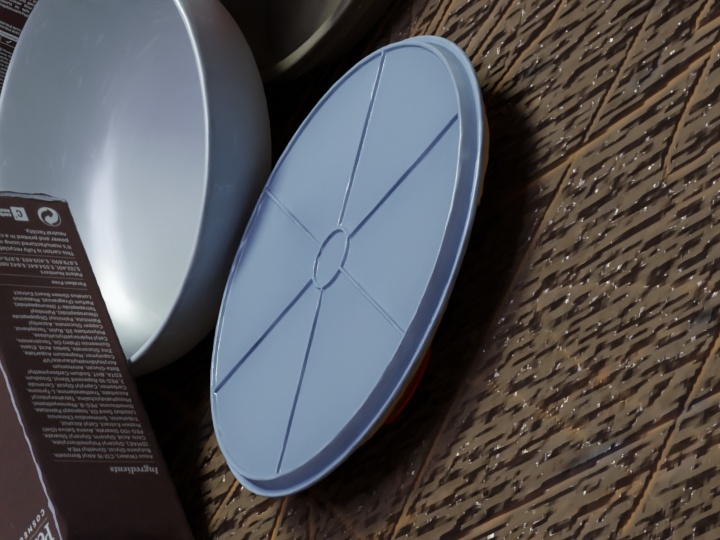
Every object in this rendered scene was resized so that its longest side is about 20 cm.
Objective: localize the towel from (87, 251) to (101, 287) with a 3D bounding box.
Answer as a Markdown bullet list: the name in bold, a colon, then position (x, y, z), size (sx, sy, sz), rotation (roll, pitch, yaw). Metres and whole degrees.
- **towel**: position (-0.165, 0.048, 1.496), size (0.147, 0.049, 0.201), rotation (-34, 38, 38)

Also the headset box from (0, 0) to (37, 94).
- **headset box**: position (-0.211, -0.128, 1.703), size (0.148, 0.075, 0.201), rotation (-30, 43, 53)

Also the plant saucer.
- **plant saucer**: position (-0.008, -0.174, 1.389), size (0.200, 0.029, 0.201), rotation (-46, 31, 37)

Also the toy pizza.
- **toy pizza**: position (0.000, 0.000, 1.216), size (0.200, 0.032, 0.201), rotation (-45, 33, 40)

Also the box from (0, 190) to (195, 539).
- **box**: position (-0.152, 0.072, 1.333), size (0.100, 0.075, 0.201), rotation (-53, 49, 36)

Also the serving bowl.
- **serving bowl**: position (-0.098, -0.047, 1.384), size (0.200, 0.066, 0.201), rotation (-6, 82, 54)
